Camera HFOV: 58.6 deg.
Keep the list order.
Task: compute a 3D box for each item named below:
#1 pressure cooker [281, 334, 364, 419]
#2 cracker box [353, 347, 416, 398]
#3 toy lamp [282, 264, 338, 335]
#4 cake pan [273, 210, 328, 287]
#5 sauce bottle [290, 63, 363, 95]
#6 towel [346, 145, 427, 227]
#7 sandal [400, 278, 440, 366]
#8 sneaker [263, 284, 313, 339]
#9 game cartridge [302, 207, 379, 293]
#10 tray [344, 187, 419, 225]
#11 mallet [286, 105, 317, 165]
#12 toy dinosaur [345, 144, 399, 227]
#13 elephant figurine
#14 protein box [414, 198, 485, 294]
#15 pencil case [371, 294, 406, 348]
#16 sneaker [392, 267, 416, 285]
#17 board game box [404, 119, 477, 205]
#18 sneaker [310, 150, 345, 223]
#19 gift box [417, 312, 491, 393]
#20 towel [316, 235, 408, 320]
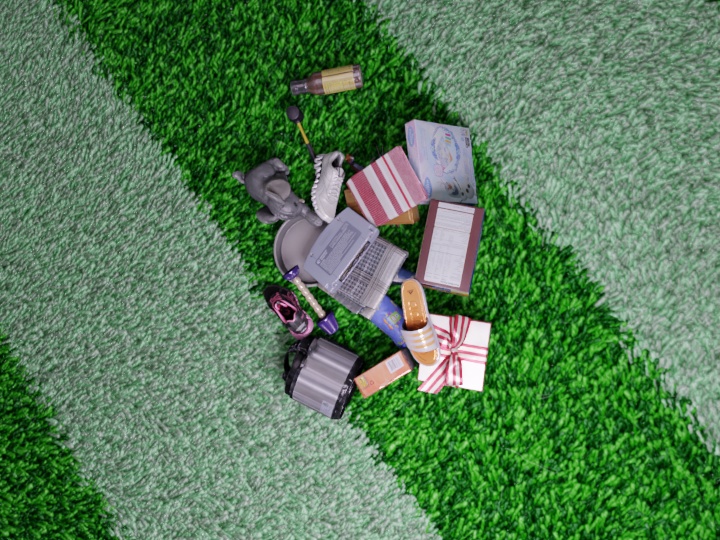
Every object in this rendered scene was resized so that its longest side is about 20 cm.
[{"bbox_3d":[-0.105,0.261,1.630,0.197,0.179,0.179,23,92,9],"label":"pressure cooker"},{"bbox_3d":[0.066,0.251,1.593,0.132,0.200,0.058,-32,81,5],"label":"cracker box"},{"bbox_3d":[-0.126,0.081,1.687,0.058,0.058,0.202,-33,100,4],"label":"toy lamp"},{"bbox_3d":[-0.135,-0.057,1.729,0.195,0.037,0.205,-1,86,9],"label":"cake pan"},{"bbox_3d":[-0.091,-0.513,1.743,0.195,0.065,0.066,-6,85,8],"label":"sauce bottle"},{"bbox_3d":[0.063,-0.202,1.587,0.198,0.023,0.146,-26,95,43],"label":"towel"},{"bbox_3d":[0.124,0.126,1.490,0.078,0.059,0.211,-15,90,30],"label":"sandal"},{"bbox_3d":[-0.202,0.091,1.674,0.079,0.095,0.200,-48,52,-2],"label":"sneaker"},{"bbox_3d":[-0.055,-0.057,1.653,0.133,0.040,0.201,38,91,30],"label":"game cartridge"},{"bbox_3d":[0.053,-0.168,1.647,0.197,0.037,0.101,0,110,39],"label":"tray"},{"bbox_3d":[-0.145,-0.353,1.758,0.040,0.066,0.203,-24,97,7],"label":"mallet"},{"bbox_3d":[0.032,-0.235,1.694,0.178,0.104,0.205,16,98,26],"label":"toy dinosaur"},{"bbox_3d":[-0.214,-0.187,1.673,0.153,0.142,0.202,-30,58,4],"label":"elephant figurine"},{"bbox_3d":[0.224,-0.050,1.591,0.132,0.198,0.205,12,88,10],"label":"protein box"},{"bbox_3d":[0.064,0.116,1.664,0.200,0.078,0.087,43,64,10],"label":"pencil case"},{"bbox_3d":[0.062,-0.011,1.672,0.196,0.076,0.079,16,85,15],"label":"sneaker"},{"bbox_3d":[0.206,-0.268,1.627,0.043,0.196,0.205,-12,81,51],"label":"board game box"},{"bbox_3d":[-0.080,-0.224,1.682,0.080,0.075,0.205,-16,64,35],"label":"sneaker"},{"bbox_3d":[0.216,0.202,1.581,0.195,0.187,0.189,3,86,8],"label":"gift box"},{"bbox_3d":[0.000,0.000,1.639,0.191,0.034,0.203,29,88,28],"label":"towel"}]
